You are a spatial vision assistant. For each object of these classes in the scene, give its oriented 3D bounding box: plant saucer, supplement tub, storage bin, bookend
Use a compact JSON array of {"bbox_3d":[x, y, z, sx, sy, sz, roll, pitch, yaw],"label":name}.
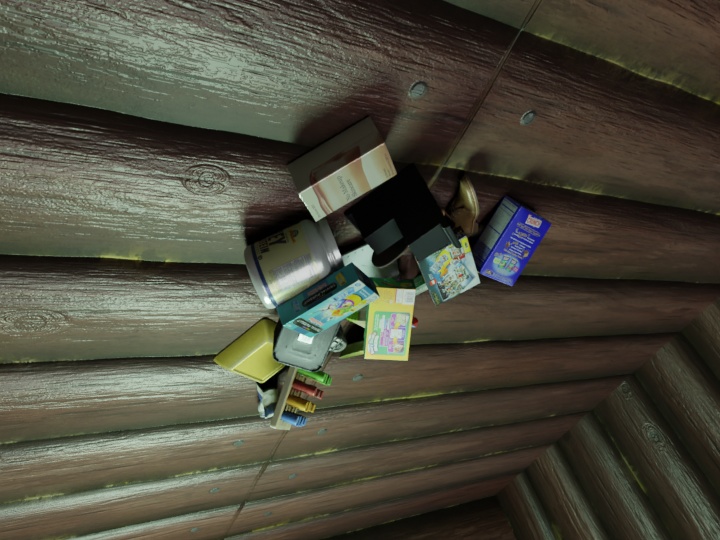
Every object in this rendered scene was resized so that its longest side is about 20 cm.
[{"bbox_3d":[0.028,0.221,1.737,0.193,0.032,0.200,-14,170,-2],"label":"plant saucer"},{"bbox_3d":[-0.143,-0.021,1.297,0.195,0.148,0.147,-24,144,-2],"label":"supplement tub"},{"bbox_3d":[-0.266,0.235,1.614,0.198,0.049,0.199,-37,142,14],"label":"plant saucer"},{"bbox_3d":[-0.132,0.134,1.469,0.131,0.095,0.205,17,114,-15],"label":"storage bin"},{"bbox_3d":[0.091,-0.093,1.309,0.196,0.203,0.092,-34,143,10],"label":"bookend"}]

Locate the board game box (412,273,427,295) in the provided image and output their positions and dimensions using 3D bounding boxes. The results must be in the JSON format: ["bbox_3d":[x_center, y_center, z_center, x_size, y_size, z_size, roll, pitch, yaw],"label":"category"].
[{"bbox_3d":[0.163,0.038,1.606,0.195,0.030,0.135,-28,169,5],"label":"board game box"}]

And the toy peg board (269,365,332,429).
[{"bbox_3d":[-0.155,0.352,1.641,0.095,0.205,0.201,16,167,10],"label":"toy peg board"}]

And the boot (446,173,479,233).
[{"bbox_3d":[0.249,-0.153,1.450,0.073,0.076,0.202,-14,145,1],"label":"boot"}]

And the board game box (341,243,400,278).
[{"bbox_3d":[0.000,0.000,1.513,0.194,0.026,0.202,-24,144,-5],"label":"board game box"}]

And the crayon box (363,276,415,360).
[{"bbox_3d":[0.071,0.125,1.497,0.114,0.059,0.207,3,112,-4],"label":"crayon box"}]

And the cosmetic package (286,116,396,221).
[{"bbox_3d":[-0.036,-0.203,1.191,0.196,0.089,0.104,-30,145,5],"label":"cosmetic package"}]

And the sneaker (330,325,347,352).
[{"bbox_3d":[-0.123,0.149,1.584,0.197,0.081,0.075,31,124,-26],"label":"sneaker"}]

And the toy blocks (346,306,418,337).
[{"bbox_3d":[0.070,0.133,1.598,0.133,0.104,0.199,-2,159,33],"label":"toy blocks"}]

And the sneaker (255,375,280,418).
[{"bbox_3d":[-0.267,0.369,1.753,0.078,0.119,0.199,-10,171,-17],"label":"sneaker"}]

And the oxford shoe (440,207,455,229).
[{"bbox_3d":[0.209,-0.091,1.467,0.069,0.074,0.200,-14,152,17],"label":"oxford shoe"}]

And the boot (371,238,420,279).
[{"bbox_3d":[0.100,-0.021,1.478,0.186,0.064,0.203,-43,153,-22],"label":"boot"}]

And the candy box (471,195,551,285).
[{"bbox_3d":[0.398,-0.078,1.584,0.166,0.077,0.203,17,111,-42],"label":"candy box"}]

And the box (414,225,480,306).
[{"bbox_3d":[0.220,-0.007,1.488,0.133,0.038,0.202,-27,139,2],"label":"box"}]

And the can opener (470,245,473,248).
[{"bbox_3d":[0.286,-0.045,1.627,0.194,0.055,0.066,6,168,-34],"label":"can opener"}]

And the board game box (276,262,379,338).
[{"bbox_3d":[-0.068,0.072,1.316,0.196,0.048,0.151,-31,156,10],"label":"board game box"}]
